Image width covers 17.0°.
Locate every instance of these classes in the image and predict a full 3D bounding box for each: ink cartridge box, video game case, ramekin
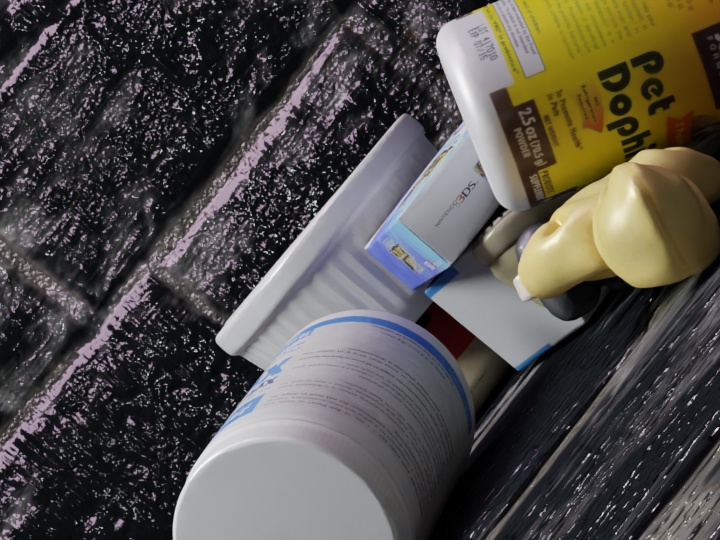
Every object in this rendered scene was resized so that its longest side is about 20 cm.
[{"bbox_3d":[0.142,-0.050,1.477,0.200,0.086,0.146,-53,2,-19],"label":"ink cartridge box"},{"bbox_3d":[0.081,-0.077,1.435,0.182,0.045,0.200,-52,1,-7],"label":"video game case"},{"bbox_3d":[0.000,0.000,1.617,0.203,0.094,0.202,-49,2,2],"label":"ramekin"}]

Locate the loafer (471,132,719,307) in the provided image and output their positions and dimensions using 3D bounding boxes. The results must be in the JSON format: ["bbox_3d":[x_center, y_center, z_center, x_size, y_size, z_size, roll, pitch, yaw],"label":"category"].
[{"bbox_3d":[0.157,-0.048,1.361,0.200,0.068,0.076,-35,4,-1],"label":"loafer"}]

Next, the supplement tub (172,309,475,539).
[{"bbox_3d":[-0.016,0.113,1.345,0.132,0.132,0.200,-50,0,23],"label":"supplement tub"}]

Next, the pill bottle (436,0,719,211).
[{"bbox_3d":[0.148,-0.115,1.276,0.199,0.110,0.109,-23,3,3],"label":"pill bottle"}]

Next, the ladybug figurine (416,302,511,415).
[{"bbox_3d":[0.055,0.063,1.637,0.136,0.072,0.200,-50,2,45],"label":"ladybug figurine"}]

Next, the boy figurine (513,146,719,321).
[{"bbox_3d":[0.137,-0.021,1.212,0.124,0.065,0.200,-29,0,-10],"label":"boy figurine"}]
